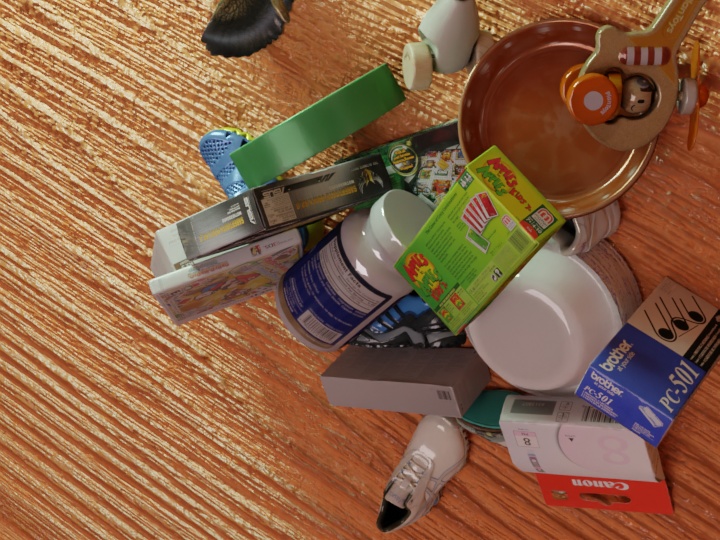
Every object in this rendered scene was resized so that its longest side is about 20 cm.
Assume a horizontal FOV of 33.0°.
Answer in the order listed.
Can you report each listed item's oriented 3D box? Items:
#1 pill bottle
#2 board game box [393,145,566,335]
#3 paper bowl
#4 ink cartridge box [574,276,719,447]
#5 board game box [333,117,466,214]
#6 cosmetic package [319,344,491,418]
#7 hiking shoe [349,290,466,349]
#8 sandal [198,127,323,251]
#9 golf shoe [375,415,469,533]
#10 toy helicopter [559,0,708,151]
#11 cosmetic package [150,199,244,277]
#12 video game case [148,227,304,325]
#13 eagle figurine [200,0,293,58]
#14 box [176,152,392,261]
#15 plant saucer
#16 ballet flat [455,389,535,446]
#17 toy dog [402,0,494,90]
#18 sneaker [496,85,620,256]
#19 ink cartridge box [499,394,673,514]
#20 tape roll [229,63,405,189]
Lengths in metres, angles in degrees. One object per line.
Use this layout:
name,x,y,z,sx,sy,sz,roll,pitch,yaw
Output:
pill bottle,0.000,0.000,1.412,0.116,0.116,0.200,51,125,1
board game box,0.115,-0.026,1.226,0.102,0.048,0.200,48,146,9
paper bowl,0.199,0.050,1.335,0.200,0.104,0.202,17,123,28
ink cartridge box,0.300,0.086,1.211,0.094,0.200,0.044,33,131,17
board game box,0.065,-0.105,1.403,0.199,0.023,0.105,-13,107,41
cosmetic package,0.055,0.134,1.507,0.199,0.083,0.051,1,123,37
hiking shoe,0.049,0.051,1.488,0.199,0.074,0.087,-2,87,41
sandal,-0.134,-0.095,1.518,0.200,0.087,0.080,47,135,8
golf shoe,0.076,0.264,1.559,0.078,0.097,0.201,33,129,20
toy helicopter,0.283,-0.201,1.128,0.132,0.079,0.201,29,107,-5
cosmetic package,-0.207,-0.015,1.546,0.074,0.101,0.200,62,162,8
video game case,-0.155,0.011,1.478,0.200,0.181,0.023,93,156,-77
eagle figurine,-0.139,-0.339,1.374,0.200,0.150,0.153,170,113,-71
box,-0.086,-0.072,1.385,0.158,0.199,0.049,-20,90,48
plant saucer,0.197,-0.149,1.209,0.199,0.032,0.202,-1,85,17
ballet flat,0.203,0.179,1.440,0.199,0.069,0.071,-11,127,40
toy dog,0.092,-0.280,1.235,0.200,0.131,0.097,-62,35,37
sneaker,0.188,-0.106,1.254,0.200,0.100,0.075,54,143,0
ink cartridge box,0.258,0.224,1.374,0.162,0.057,0.201,0,128,27
tape roll,-0.047,-0.158,1.334,0.200,0.200,0.048,-24,100,43
